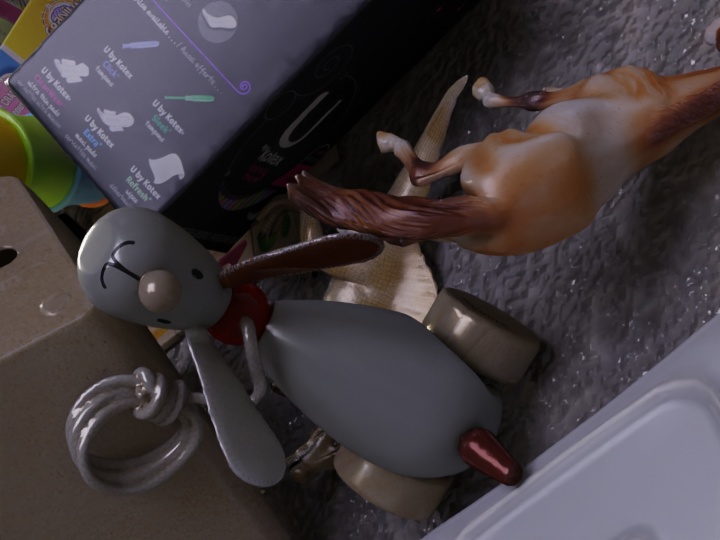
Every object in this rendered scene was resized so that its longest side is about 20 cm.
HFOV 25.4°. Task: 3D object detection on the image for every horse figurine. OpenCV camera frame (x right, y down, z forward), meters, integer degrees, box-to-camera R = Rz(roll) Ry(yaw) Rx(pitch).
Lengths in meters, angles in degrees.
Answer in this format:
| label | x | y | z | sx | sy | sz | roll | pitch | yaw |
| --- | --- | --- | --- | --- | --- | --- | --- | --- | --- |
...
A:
| label | x | y | z | sx | sy | sz | roll | pitch | yaw |
| --- | --- | --- | --- | --- | --- | --- | --- | --- | --- |
| horse figurine | 0.071 | -0.049 | 0.639 | 0.200 | 0.050 | 0.133 | -30 | 25 | -31 |

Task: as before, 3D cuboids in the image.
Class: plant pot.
| label | x | y | z | sx | sy | sz | roll | pitch | yaw |
| --- | --- | --- | --- | --- | --- | --- | --- | --- | --- |
| plant pot | -0.166 | 0.079 | 0.723 | 0.200 | 0.177 | 0.200 | -27 | 38 | -13 |

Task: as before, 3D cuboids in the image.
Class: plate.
| label | x | y | z | sx | sy | sz | roll | pitch | yaw |
| --- | --- | --- | --- | --- | --- | --- | --- | --- | --- |
| plate | 0.099 | 0.130 | 0.571 | 0.200 | 0.032 | 0.200 | -40 | 43 | 25 |

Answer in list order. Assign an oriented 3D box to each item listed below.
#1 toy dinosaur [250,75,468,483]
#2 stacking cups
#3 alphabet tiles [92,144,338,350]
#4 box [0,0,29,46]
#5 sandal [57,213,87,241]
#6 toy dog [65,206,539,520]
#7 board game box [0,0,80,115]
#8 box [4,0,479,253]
| label | x | y | z | sx | sy | sz | roll | pitch | yaw |
| --- | --- | --- | --- | --- | --- | --- | --- | --- | --- |
| toy dinosaur | 0.000 | 0.000 | 0.759 | 0.101 | 0.058 | 0.200 | 22 | 93 | 37 |
| stacking cups | -0.159 | -0.058 | 0.839 | 0.060 | 0.200 | 0.061 | 3 | 96 | 25 |
| alphabet tiles | -0.089 | -0.045 | 0.911 | 0.200 | 0.006 | 0.166 | -37 | 45 | 30 |
| box | -0.327 | -0.129 | 1.097 | 0.200 | 0.176 | 0.097 | -51 | 39 | 15 |
| sandal | -0.227 | 0.037 | 0.936 | 0.076 | 0.043 | 0.200 | -29 | 27 | 39 |
| toy dog | -0.010 | 0.043 | 0.624 | 0.096 | 0.200 | 0.132 | -142 | 59 | -60 |
| board game box | -0.204 | -0.093 | 0.956 | 0.153 | 0.040 | 0.200 | -53 | 13 | 49 |
| box | -0.048 | -0.116 | 0.765 | 0.200 | 0.122 | 0.106 | -45 | 77 | 10 |
